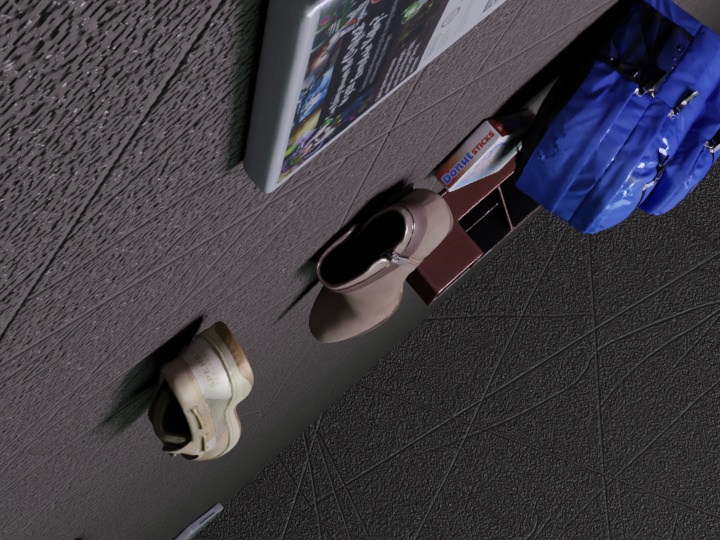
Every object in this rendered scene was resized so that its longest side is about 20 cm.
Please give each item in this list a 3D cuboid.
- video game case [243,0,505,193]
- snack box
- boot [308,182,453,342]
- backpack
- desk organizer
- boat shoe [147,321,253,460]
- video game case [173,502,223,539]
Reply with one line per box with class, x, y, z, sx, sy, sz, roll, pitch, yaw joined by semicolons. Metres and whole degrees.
video game case;0.027;-0.125;0.547;0.181;0.023;0.200;-41;175;-16
snack box;0.128;-0.118;1.223;0.072;0.024;0.200;-45;174;21
boot;0.000;0.000;1.094;0.200;0.070;0.146;-45;167;20
backpack;0.248;-0.131;1.181;0.200;0.167;0.163;-49;168;-16
desk organizer;0.122;-0.059;1.353;0.200;0.077;0.072;-41;174;-13
boat shoe;-0.129;0.102;0.941;0.064;0.073;0.200;-29;167;-24
video game case;-0.441;0.664;3.107;0.200;0.022;0.182;-45;173;19
